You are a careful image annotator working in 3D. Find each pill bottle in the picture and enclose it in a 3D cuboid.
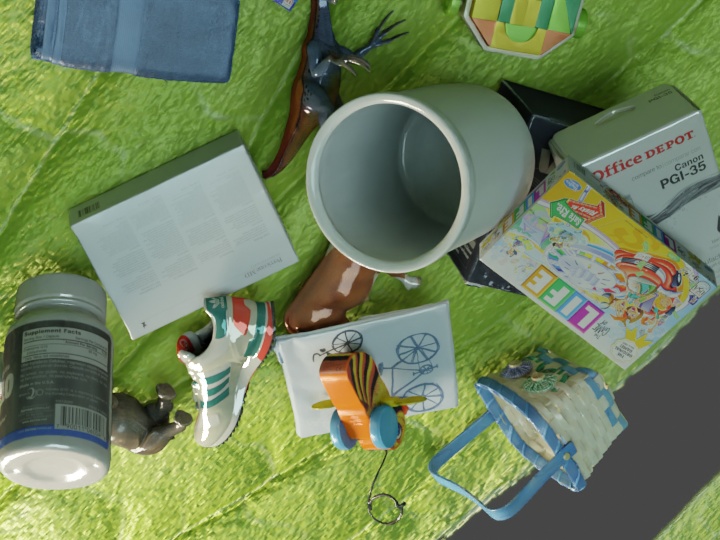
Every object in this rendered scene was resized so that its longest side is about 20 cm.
[{"bbox_3d":[-0.309,0.111,1.653,0.113,0.201,0.114,-3,150,-1],"label":"pill bottle"}]

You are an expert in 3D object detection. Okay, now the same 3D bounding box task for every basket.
[{"bbox_3d":[0.184,0.188,1.835,0.200,0.176,0.139,-45,117,-12],"label":"basket"}]

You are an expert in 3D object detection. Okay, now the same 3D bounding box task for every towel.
[{"bbox_3d":[-0.222,-0.248,1.602,0.199,0.049,0.112,6,113,-15],"label":"towel"}]

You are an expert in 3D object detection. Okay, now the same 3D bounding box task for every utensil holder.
[{"bbox_3d":[0.066,-0.097,1.588,0.169,0.200,0.171,5,102,25],"label":"utensil holder"}]

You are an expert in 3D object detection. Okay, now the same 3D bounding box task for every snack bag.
[{"bbox_3d":[0.009,0.113,1.803,0.199,0.021,0.189,-12,139,-2],"label":"snack bag"}]

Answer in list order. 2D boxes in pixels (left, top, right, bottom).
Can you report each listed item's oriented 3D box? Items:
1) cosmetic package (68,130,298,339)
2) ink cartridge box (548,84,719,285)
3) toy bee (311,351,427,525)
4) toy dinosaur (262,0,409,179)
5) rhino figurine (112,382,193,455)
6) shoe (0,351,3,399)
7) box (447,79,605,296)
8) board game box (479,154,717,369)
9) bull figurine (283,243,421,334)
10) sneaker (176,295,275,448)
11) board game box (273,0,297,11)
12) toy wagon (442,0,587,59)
[{"bbox_3d":[-0.185,-0.037,1.707,0.199,0.052,0.151,-25,116,-1],"label":"cosmetic package"},{"bbox_3d":[0.295,-0.067,1.659,0.146,0.083,0.201,-25,118,-1],"label":"ink cartridge box"},{"bbox_3d":[0.009,0.160,1.782,0.130,0.109,0.201,14,126,16],"label":"toy bee"},{"bbox_3d":[-0.045,-0.205,1.647,0.199,0.105,0.182,-19,98,9],"label":"toy dinosaur"},{"bbox_3d":[-0.289,0.150,1.760,0.199,0.060,0.088,18,135,-19],"label":"rhino figurine"},{"bbox_3d":[-0.459,0.118,1.702,0.199,0.072,0.091,16,112,-10],"label":"shoe"},{"bbox_3d":[0.219,-0.075,1.748,0.196,0.118,0.201,14,111,-20],"label":"box"},{"bbox_3d":[0.237,-0.005,1.613,0.200,0.034,0.134,36,118,-16],"label":"board game box"},{"bbox_3d":[0.000,0.000,1.759,0.121,0.065,0.200,28,110,-30],"label":"bull figurine"},{"bbox_3d":[-0.163,0.105,1.756,0.093,0.071,0.200,14,124,-19],"label":"sneaker"},{"bbox_3d":[-0.077,-0.379,1.578,0.152,0.045,0.200,29,104,-23],"label":"board game box"},{"bbox_3d":[0.175,-0.321,1.667,0.154,0.040,0.201,7,113,-17],"label":"toy wagon"}]
